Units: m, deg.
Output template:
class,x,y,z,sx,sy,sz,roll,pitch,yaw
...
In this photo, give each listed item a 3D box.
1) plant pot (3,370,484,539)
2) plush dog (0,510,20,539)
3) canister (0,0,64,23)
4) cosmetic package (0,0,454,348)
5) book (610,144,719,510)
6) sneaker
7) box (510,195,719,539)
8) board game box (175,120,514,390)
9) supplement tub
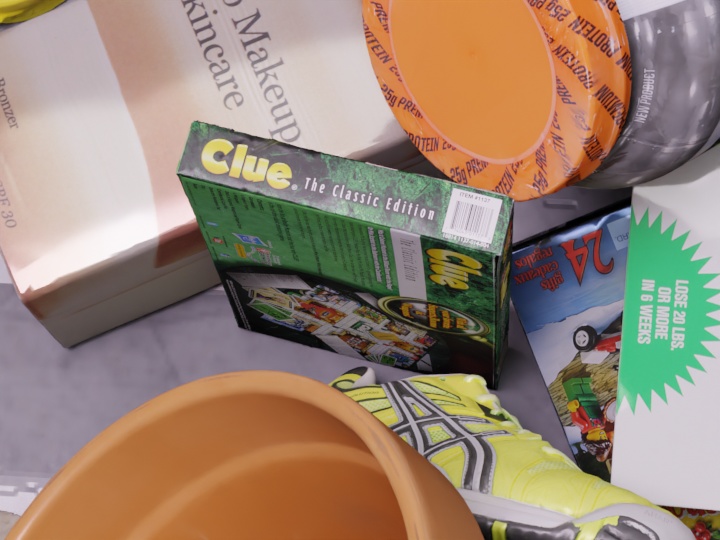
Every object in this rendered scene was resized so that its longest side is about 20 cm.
class,x,y,z,sx,sy,sz,roll,pitch,yaw
plant pot,-0.017,0.150,0.741,0.200,0.140,0.201,-24,48,30
plush dog,-0.148,0.161,0.842,0.199,0.161,0.172,5,55,5
canister,-0.119,-0.181,0.872,0.148,0.200,0.087,-38,79,-5
cosmetic package,-0.045,-0.061,0.900,0.200,0.087,0.104,-24,76,-2
book,0.189,0.020,0.823,0.199,0.048,0.134,4,94,9
sneaker,0.036,0.070,0.832,0.200,0.075,0.076,10,56,45
box,0.165,0.020,0.864,0.200,0.038,0.137,-22,93,8
board game box,0.000,0.000,0.827,0.104,0.200,0.024,16,77,6
supplement tub,0.103,-0.103,0.783,0.200,0.123,0.123,-29,76,-37
